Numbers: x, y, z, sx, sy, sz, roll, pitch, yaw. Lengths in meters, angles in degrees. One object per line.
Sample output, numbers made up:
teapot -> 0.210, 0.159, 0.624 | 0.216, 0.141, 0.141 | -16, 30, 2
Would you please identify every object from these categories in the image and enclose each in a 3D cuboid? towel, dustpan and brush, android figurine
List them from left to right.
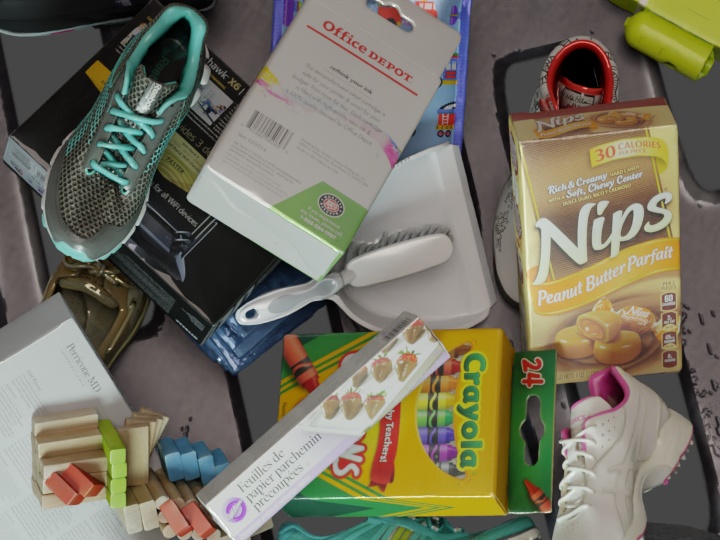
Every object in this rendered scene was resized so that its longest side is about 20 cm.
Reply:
towel -> -0.120, -0.026, 1.566 | 0.111, 0.049, 0.200 | -38, 83, -32
dustpan and brush -> 0.000, 0.000, 1.542 | 0.198, 0.057, 0.141 | -17, 105, -8
android figurine -> 0.268, -0.241, 1.630 | 0.199, 0.041, 0.183 | 31, 81, 5

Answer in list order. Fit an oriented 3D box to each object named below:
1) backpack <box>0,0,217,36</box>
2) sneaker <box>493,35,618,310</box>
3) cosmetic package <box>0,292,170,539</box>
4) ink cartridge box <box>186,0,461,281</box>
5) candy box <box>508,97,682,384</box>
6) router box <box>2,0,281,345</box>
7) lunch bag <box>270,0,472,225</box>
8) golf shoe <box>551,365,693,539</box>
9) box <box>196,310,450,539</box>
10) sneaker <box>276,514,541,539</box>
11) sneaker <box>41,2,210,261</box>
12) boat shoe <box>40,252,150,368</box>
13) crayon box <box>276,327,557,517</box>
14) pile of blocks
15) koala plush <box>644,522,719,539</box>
backpack -> -0.217, -0.266, 1.572 | 0.198, 0.178, 0.152 | -13, 57, 2
sneaker -> 0.143, -0.075, 1.562 | 0.067, 0.108, 0.203 | 15, 79, 3
cosmetic package -> -0.226, 0.138, 1.495 | 0.150, 0.052, 0.201 | -30, 121, -4
ink cartridge box -> -0.023, -0.109, 1.497 | 0.117, 0.067, 0.201 | 32, 65, -3
candy box -> 0.171, -0.019, 1.523 | 0.114, 0.055, 0.202 | -6, 118, -2
router box -> -0.133, -0.072, 1.517 | 0.200, 0.052, 0.157 | 43, 66, 1
lunch bag -> 0.003, -0.122, 1.591 | 0.149, 0.094, 0.202 | 4, 90, -1
golf shoe -> 0.164, 0.148, 1.486 | 0.092, 0.075, 0.200 | 50, 42, -12
box -> -0.026, 0.108, 1.462 | 0.200, 0.041, 0.039 | -41, 103, -9
sneaker -> 0.033, 0.200, 1.529 | 0.198, 0.078, 0.080 | -9, 70, -1
sneaker -> -0.159, -0.102, 1.441 | 0.077, 0.091, 0.201 | 24, 67, -6
boat shoe -> -0.209, 0.039, 1.563 | 0.073, 0.063, 0.202 | 25, 76, 7
crayon box -> 0.039, 0.109, 1.510 | 0.198, 0.051, 0.128 | -3, 68, 15
pile of blocks -> -0.138, 0.151, 1.473 | 0.199, 0.062, 0.083 | 18, 105, -29
koala plush -> 0.267, 0.283, 1.470 | 0.175, 0.184, 0.202 | -3, 91, 0
